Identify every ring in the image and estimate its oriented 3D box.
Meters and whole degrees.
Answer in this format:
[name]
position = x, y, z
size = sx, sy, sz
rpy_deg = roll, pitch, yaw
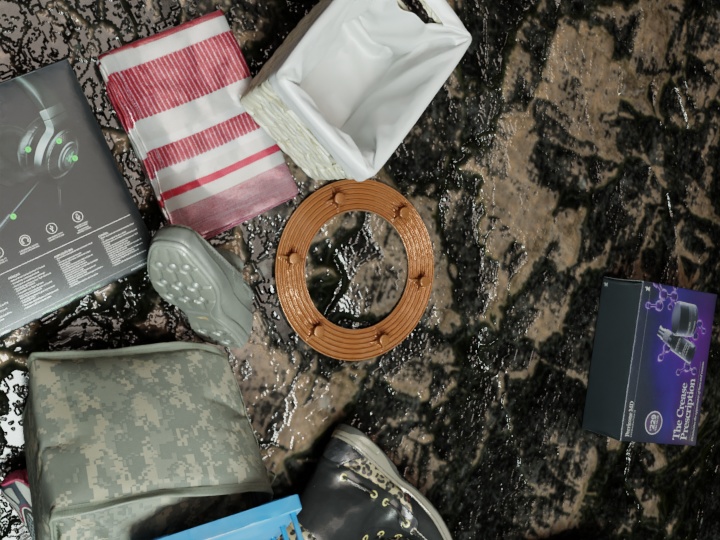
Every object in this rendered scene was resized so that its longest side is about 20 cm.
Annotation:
[ring]
position = 0.000, 0.000, 0.872
size = 0.197, 0.019, 0.204
rpy_deg = -2, 94, -25

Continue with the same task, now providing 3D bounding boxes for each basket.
[basket]
position = -0.008, -0.201, 0.789
size = 0.136, 0.123, 0.201
rpy_deg = 44, 69, -22

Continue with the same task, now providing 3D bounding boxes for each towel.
[towel]
position = -0.158, -0.141, 0.784
size = 0.143, 0.023, 0.203
rpy_deg = -28, 104, -23

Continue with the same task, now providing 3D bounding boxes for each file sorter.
[file sorter]
position = -0.118, 0.295, 0.673
size = 0.137, 0.201, 0.124
rpy_deg = -12, 64, -24

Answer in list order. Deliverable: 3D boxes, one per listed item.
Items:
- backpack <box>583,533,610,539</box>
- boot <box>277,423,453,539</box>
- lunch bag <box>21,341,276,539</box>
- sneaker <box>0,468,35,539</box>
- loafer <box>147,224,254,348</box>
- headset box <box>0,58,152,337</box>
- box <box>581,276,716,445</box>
[backpack]
position = 0.229, 0.419, 0.954
size = 0.196, 0.154, 0.166
rpy_deg = 7, 97, -13
[boot]
position = 0.002, 0.286, 0.847
size = 0.151, 0.073, 0.201
rpy_deg = -47, 108, -28
[lunch bag]
position = -0.186, 0.157, 0.697
size = 0.197, 0.165, 0.119
rpy_deg = -2, 136, -30
[sneaker]
position = -0.277, 0.275, 0.719
size = 0.074, 0.080, 0.203
rpy_deg = -25, 102, -15
[loafer]
position = -0.142, 0.007, 0.727
size = 0.069, 0.201, 0.071
rpy_deg = 8, 65, 9
[headset box]
position = -0.298, -0.064, 0.680
size = 0.173, 0.092, 0.203
rpy_deg = -29, 105, -21
[box]
position = 0.380, 0.119, 1.034
size = 0.139, 0.079, 0.204
rpy_deg = 8, 90, -23
